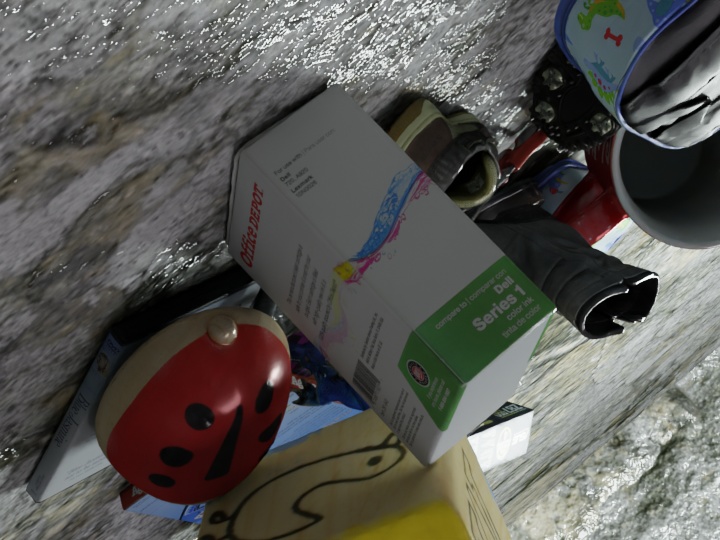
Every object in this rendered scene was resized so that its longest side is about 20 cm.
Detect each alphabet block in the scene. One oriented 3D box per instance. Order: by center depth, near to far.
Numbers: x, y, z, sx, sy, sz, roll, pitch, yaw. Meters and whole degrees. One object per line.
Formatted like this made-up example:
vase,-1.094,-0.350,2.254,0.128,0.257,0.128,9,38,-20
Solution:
alphabet block,0.009,0.225,1.308,0.194,0.197,0.200,-24,-164,7

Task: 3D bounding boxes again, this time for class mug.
mug,0.227,-0.093,1.544,0.176,0.134,0.200,-7,-172,-2

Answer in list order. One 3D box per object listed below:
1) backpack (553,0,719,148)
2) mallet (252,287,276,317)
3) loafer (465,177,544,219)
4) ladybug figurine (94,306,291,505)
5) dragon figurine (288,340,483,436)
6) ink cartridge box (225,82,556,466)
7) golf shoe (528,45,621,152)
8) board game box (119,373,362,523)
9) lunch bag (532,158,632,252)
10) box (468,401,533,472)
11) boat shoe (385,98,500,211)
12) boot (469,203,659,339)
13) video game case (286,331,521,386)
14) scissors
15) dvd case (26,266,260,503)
backpack,0.221,-0.188,1.247,0.200,0.147,0.183,-47,147,14
mallet,-0.071,0.049,1.363,0.066,0.041,0.200,-27,155,-42
loafer,0.084,0.006,1.614,0.200,0.072,0.073,-43,165,7
ladybug figurine,-0.105,0.096,1.284,0.135,0.072,0.200,-16,152,-21
dragon figurine,0.015,0.088,1.412,0.059,0.199,0.099,-65,-162,-18
ink cartridge box,0.013,0.004,1.198,0.084,0.200,0.145,-38,165,-21
golf shoe,0.199,-0.167,1.425,0.088,0.077,0.200,-35,165,-47
board game box,-0.089,0.144,1.528,0.200,0.020,0.103,-36,144,30
lunch bag,0.148,-0.007,1.717,0.200,0.083,0.161,-46,163,17
box,0.043,0.137,1.721,0.200,0.160,0.049,-12,113,-62
boat shoe,0.065,-0.072,1.364,0.072,0.066,0.201,-47,166,8
boot,0.116,0.010,1.385,0.199,0.131,0.070,-22,129,-37
video game case,0.018,0.082,1.540,0.199,0.036,0.181,-22,149,4
scissors,0.112,-0.078,1.452,0.073,0.014,0.200,-38,-175,13
dvd case,-0.148,0.078,1.348,0.142,0.018,0.200,-26,158,-43
